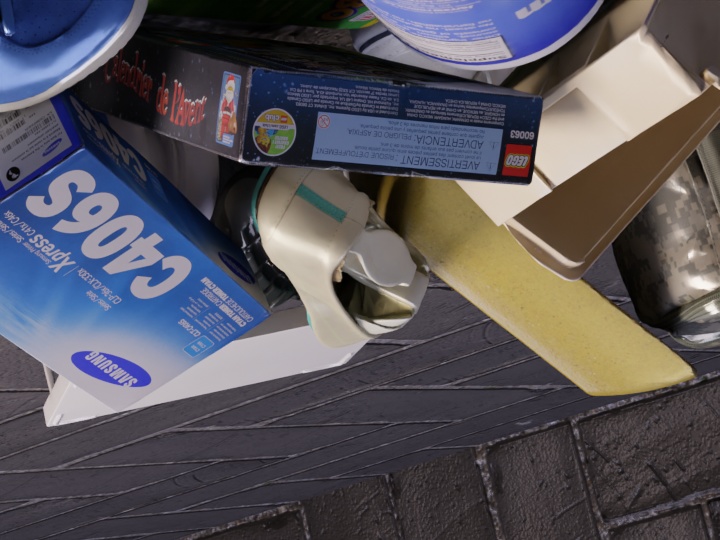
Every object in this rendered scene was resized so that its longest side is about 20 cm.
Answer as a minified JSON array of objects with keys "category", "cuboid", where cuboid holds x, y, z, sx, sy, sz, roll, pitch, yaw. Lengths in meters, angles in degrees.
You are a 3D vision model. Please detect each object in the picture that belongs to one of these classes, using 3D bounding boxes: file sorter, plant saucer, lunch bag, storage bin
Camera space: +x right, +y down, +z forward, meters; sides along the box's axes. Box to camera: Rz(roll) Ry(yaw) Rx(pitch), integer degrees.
[{"category":"file sorter","cuboid":[-0.099,0.002,1.343,0.198,0.126,0.139,-11,168,-18]},{"category":"plant saucer","cuboid":[0.073,-0.006,1.218,0.049,0.199,0.200,-52,-164,3]},{"category":"lunch bag","cuboid":[0.192,-0.065,1.195,0.138,0.202,0.168,-18,172,9]},{"category":"storage bin","cuboid":[0.159,-0.106,0.979,0.199,0.094,0.200,-46,-174,-27]}]

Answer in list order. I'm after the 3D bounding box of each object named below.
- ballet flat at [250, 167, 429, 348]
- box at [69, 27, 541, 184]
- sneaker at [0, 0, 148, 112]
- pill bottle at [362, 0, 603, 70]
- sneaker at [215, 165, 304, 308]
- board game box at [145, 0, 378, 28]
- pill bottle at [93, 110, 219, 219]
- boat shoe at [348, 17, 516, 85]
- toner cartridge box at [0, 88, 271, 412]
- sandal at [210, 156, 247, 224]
[{"category":"ballet flat","cuboid":[0.000,0.000,1.081,0.069,0.070,0.200,-15,162,9]},{"category":"box","cuboid":[-0.031,-0.076,0.965,0.136,0.038,0.200,3,-170,-28]},{"category":"sneaker","cuboid":[-0.186,-0.098,0.859,0.198,0.078,0.111,-9,179,7]},{"category":"pill bottle","cuboid":[0.043,-0.139,0.844,0.111,0.113,0.200,-16,170,10]},{"category":"sneaker","cuboid":[-0.044,-0.024,1.173,0.075,0.079,0.200,-45,161,2]},{"category":"board game box","cuboid":[-0.035,-0.138,0.981,0.095,0.030,0.199,-22,164,41]},{"category":"pill bottle","cuboid":[-0.170,-0.045,1.054,0.199,0.113,0.112,-4,165,-41]},{"category":"boat shoe","cuboid":[0.059,-0.093,1.164,0.074,0.087,0.202,-18,169,21]},{"category":"toner cartridge box","cuboid":[-0.123,-0.006,0.994,0.095,0.043,0.200,-31,151,8]},{"category":"sandal","cuboid":[-0.137,-0.022,1.244,0.199,0.077,0.043,-20,171,-15]}]
